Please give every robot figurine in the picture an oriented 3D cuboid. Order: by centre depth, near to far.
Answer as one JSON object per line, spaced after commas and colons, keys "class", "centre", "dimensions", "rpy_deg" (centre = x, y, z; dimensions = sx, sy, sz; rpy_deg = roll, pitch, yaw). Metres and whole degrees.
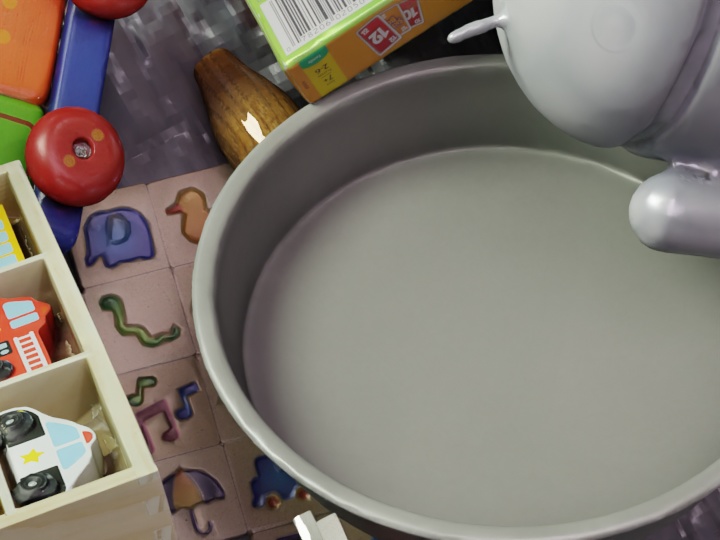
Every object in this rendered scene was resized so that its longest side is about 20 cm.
{"class": "robot figurine", "centre": [0.126, -0.085, 0.824], "dimensions": [0.199, 0.113, 0.171], "rpy_deg": [12, 77, -16]}

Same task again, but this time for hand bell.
{"class": "hand bell", "centre": [0.000, 0.000, 0.921], "dimensions": [0.104, 0.104, 0.200], "rpy_deg": [-32, 69, -17]}

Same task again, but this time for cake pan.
{"class": "cake pan", "centre": [0.046, 0.014, 0.845], "dimensions": [0.199, 0.037, 0.201], "rpy_deg": [0, 50, 0]}

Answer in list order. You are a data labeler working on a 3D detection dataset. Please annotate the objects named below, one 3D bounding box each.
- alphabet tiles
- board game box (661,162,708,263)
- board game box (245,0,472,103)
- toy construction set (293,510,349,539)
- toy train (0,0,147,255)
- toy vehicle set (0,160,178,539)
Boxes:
{"class": "alphabet tiles", "centre": [-0.023, 0.039, 0.942], "dimensions": [0.199, 0.008, 0.168], "rpy_deg": [-14, 77, -13]}
{"class": "board game box", "centre": [0.155, -0.101, 0.944], "dimensions": [0.134, 0.028, 0.201], "rpy_deg": [-8, 75, -12]}
{"class": "board game box", "centre": [0.046, -0.145, 0.895], "dimensions": [0.199, 0.030, 0.096], "rpy_deg": [-34, 49, 6]}
{"class": "toy construction set", "centre": [-0.067, 0.139, 0.837], "dimensions": [0.199, 0.092, 0.132], "rpy_deg": [-19, 116, 11]}
{"class": "toy train", "centre": [-0.136, -0.106, 0.911], "dimensions": [0.115, 0.085, 0.201], "rpy_deg": [17, 66, -22]}
{"class": "toy vehicle set", "centre": [-0.136, 0.039, 0.766], "dimensions": [0.124, 0.200, 0.027], "rpy_deg": [-20, 121, -9]}
